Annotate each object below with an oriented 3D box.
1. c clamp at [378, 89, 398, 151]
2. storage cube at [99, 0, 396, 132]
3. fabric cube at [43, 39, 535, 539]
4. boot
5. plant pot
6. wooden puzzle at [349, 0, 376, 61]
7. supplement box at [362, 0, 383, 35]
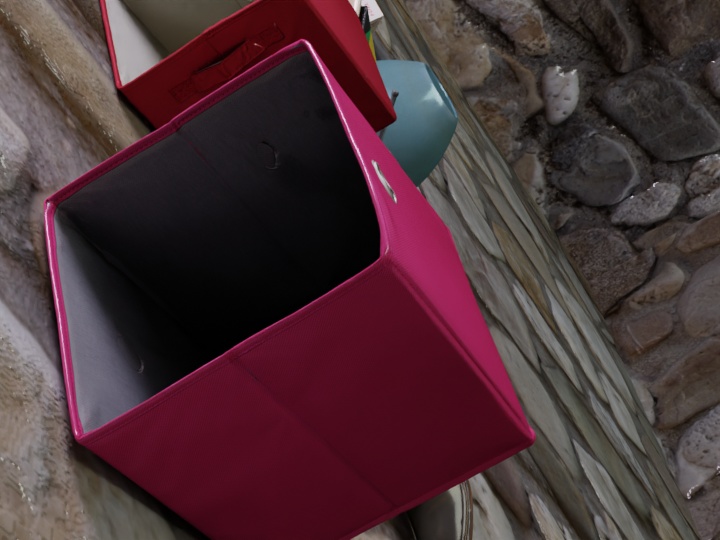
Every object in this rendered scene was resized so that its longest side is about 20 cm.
[{"bbox_3d":[0.012,-0.105,1.518,0.027,0.171,0.200,14,15,-4],"label":"c clamp"},{"bbox_3d":[-0.097,-0.194,1.182,0.180,0.171,0.200,49,16,-43],"label":"storage cube"},{"bbox_3d":[-0.043,0.028,0.821,0.199,0.200,0.196,49,15,-44],"label":"fabric cube"},{"bbox_3d":[0.029,0.162,1.166,0.097,0.075,0.200,18,44,-39],"label":"boot"},{"bbox_3d":[0.055,-0.214,1.917,0.200,0.135,0.200,55,13,-19],"label":"plant pot"},{"bbox_3d":[-0.007,-0.205,1.549,0.200,0.037,0.185,87,11,-64],"label":"wooden puzzle"},{"bbox_3d":[-0.048,-0.317,1.706,0.126,0.073,0.200,61,-14,4],"label":"supplement box"}]
